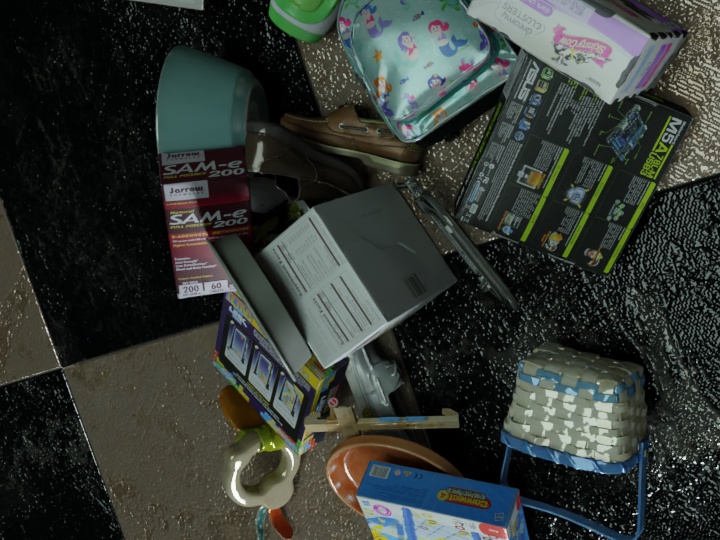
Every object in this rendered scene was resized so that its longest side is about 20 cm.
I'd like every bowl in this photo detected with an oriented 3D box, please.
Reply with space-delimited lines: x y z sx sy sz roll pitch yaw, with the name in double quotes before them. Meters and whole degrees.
"bowl" -0.182 -0.188 1.172 0.103 0.201 0.204 3 106 9

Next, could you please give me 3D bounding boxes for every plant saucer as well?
"plant saucer" 0.052 0.281 1.198 0.198 0.033 0.202 12 136 12

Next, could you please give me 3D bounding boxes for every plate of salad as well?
"plate of salad" -0.138 -0.028 1.258 0.198 0.048 0.203 8 107 28

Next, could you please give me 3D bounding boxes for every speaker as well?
"speaker" -0.036 -0.378 1.081 0.088 0.088 0.201 40 119 14

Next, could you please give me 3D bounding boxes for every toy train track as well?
"toy train track" 0.027 0.185 1.157 0.197 0.033 0.115 -2 147 8

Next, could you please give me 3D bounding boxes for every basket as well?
"basket" 0.249 0.196 1.038 0.175 0.138 0.203 14 105 32

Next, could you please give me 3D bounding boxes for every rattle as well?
"rattle" -0.163 0.296 1.352 0.142 0.130 0.202 22 140 35

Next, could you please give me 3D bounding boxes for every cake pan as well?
"cake pan" -0.118 0.039 1.081 0.036 0.200 0.202 -32 85 -7

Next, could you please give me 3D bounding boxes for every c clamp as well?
"c clamp" 0.119 -0.035 1.074 0.027 0.171 0.201 -39 94 -1

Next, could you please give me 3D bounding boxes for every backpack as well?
"backpack" 0.070 -0.260 1.019 0.176 0.150 0.202 -31 78 19

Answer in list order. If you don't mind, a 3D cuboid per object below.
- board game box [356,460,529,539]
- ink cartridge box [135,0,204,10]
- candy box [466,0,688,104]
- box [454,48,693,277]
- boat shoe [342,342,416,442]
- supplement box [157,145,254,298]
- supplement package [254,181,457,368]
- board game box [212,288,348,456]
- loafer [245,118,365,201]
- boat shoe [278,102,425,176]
"board game box" 0.113 0.337 1.151 0.197 0.056 0.197 5 135 26
"ink cartridge box" -0.270 -0.453 1.219 0.198 0.045 0.179 16 110 26
"candy box" 0.221 -0.246 0.899 0.167 0.199 0.072 37 119 15
"box" 0.225 -0.115 0.980 0.191 0.048 0.202 18 115 -7
"boat shoe" 0.026 0.153 1.204 0.068 0.072 0.203 -14 93 17
"supplement box" -0.191 -0.058 1.144 0.202 0.107 0.061 93 166 -46
"supplement package" 0.000 0.000 1.094 0.111 0.199 0.157 -37 84 32
"board game box" -0.115 0.126 1.241 0.200 0.056 0.167 42 135 25
"loafer" -0.075 -0.118 1.116 0.073 0.199 0.072 16 83 45
"boat shoe" -0.009 -0.177 1.135 0.198 0.072 0.069 17 107 15
